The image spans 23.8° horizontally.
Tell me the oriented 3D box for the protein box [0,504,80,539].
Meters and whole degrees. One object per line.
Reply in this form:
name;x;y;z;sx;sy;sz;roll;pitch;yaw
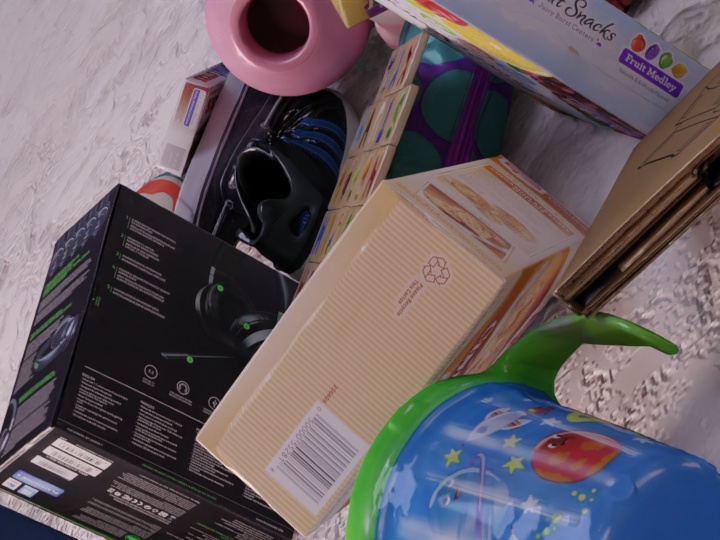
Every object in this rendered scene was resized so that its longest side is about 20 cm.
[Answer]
protein box;-0.258;0.259;1.117;0.135;0.199;0.200;-12;53;59

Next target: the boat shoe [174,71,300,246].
boat shoe;-0.092;-0.062;1.297;0.072;0.067;0.201;82;-157;-62

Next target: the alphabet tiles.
alphabet tiles;-0.007;-0.034;0.955;0.166;0.006;0.201;-169;100;-82

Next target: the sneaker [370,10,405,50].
sneaker;0.032;-0.194;1.153;0.076;0.104;0.200;-62;23;2

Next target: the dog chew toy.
dog chew toy;-0.044;-0.208;1.293;0.125;0.124;0.200;-50;6;24

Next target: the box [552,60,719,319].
box;0.165;-0.071;0.754;0.164;0.021;0.200;-47;1;28

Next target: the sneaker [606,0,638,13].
sneaker;0.129;-0.236;1.029;0.078;0.082;0.200;-50;26;24

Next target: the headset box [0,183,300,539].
headset box;-0.121;0.067;1.086;0.093;0.174;0.201;-36;35;43

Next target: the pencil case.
pencil case;0.047;-0.071;1.013;0.092;0.085;0.201;-30;38;52

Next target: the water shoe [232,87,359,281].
water shoe;-0.048;-0.079;1.213;0.072;0.079;0.201;-47;28;28

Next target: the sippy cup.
sippy cup;0.084;0.116;0.701;0.130;0.139;0.179;5;109;53

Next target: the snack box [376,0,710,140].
snack box;0.068;-0.141;0.904;0.053;0.199;0.142;-60;24;4

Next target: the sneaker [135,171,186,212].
sneaker;-0.167;-0.006;1.370;0.094;0.070;0.200;-53;-9;-37

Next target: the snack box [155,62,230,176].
snack box;-0.121;-0.126;1.365;0.200;0.024;0.072;-61;-10;-76

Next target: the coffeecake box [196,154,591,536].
coffeecake box;0.026;0.029;0.840;0.154;0.073;0.200;-54;-11;18

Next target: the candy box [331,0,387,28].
candy box;-0.001;-0.258;1.075;0.116;0.057;0.201;-26;57;-3
